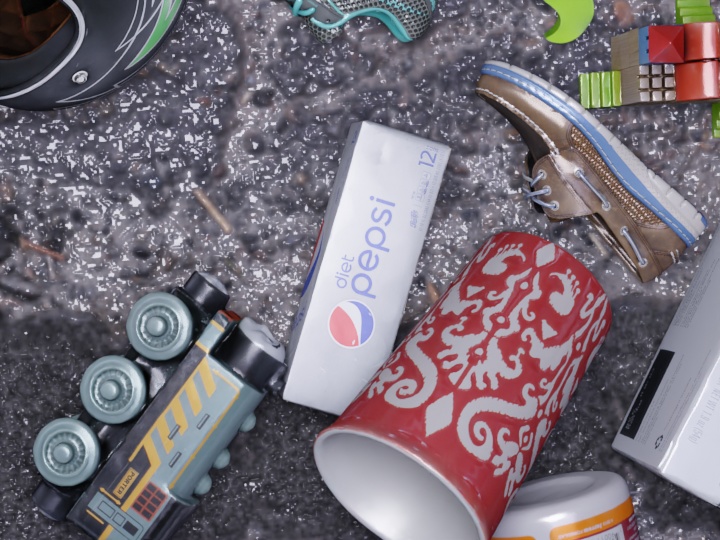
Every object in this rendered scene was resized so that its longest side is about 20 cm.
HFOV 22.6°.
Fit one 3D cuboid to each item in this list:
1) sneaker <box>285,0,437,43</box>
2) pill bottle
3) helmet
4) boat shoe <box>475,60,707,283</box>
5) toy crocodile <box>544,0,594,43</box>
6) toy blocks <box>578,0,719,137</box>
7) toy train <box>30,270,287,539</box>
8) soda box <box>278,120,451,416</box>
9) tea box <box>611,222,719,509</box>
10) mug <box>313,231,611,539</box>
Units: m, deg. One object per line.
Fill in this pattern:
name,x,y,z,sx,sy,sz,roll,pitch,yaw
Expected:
sneaker,-0.034,-0.205,1.246,0.198,0.078,0.092,7,95,-5
pill bottle,0.154,0.251,1.265,0.112,0.113,0.202,-13,94,-6
helmet,-0.199,-0.208,1.167,0.199,0.200,0.192,-27,128,-5
boat shoe,0.152,-0.067,1.272,0.199,0.072,0.073,38,89,-7
toy crocodile,0.092,-0.239,1.247,0.200,0.068,0.062,39,104,-24
toy blocks,0.263,-0.145,1.250,0.197,0.137,0.101,-2,93,-6
toy train,-0.137,0.102,1.231,0.114,0.085,0.201,37,90,4
soda box,0.000,0.000,1.261,0.068,0.063,0.202,16,91,-8
tea box,0.316,0.087,1.267,0.195,0.134,0.202,26,89,-8
mug,0.068,0.086,1.231,0.133,0.177,0.201,41,61,-6
